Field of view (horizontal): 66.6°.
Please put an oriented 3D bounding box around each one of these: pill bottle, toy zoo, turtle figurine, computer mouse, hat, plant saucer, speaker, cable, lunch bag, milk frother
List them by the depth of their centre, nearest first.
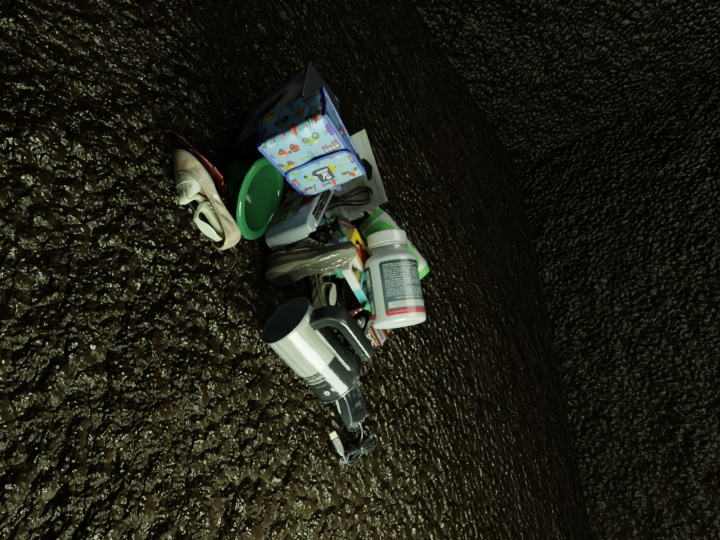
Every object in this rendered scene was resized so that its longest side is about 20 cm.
[{"bbox_3d":[-0.090,-0.233,1.094,0.200,0.149,0.095,52,23,-46],"label":"lunch bag"},{"bbox_3d":[-0.074,0.123,1.120,0.189,0.179,0.201,53,11,-27],"label":"milk frother"},{"bbox_3d":[-0.271,-0.184,1.121,0.166,0.174,0.203,-47,152,-54],"label":"hat"},{"bbox_3d":[-0.037,0.310,1.170,0.140,0.045,0.203,-20,94,-57],"label":"computer mouse"},{"bbox_3d":[0.072,0.019,1.206,0.119,0.118,0.204,10,69,-56],"label":"pill bottle"},{"bbox_3d":[0.000,0.000,1.227,0.132,0.020,0.201,-81,152,-45],"label":"toy zoo"},{"bbox_3d":[-0.062,-0.081,1.279,0.150,0.100,0.201,42,20,-31],"label":"turtle figurine"},{"bbox_3d":[-0.067,-0.172,1.321,0.050,0.196,0.099,86,7,-69],"label":"cable"},{"bbox_3d":[0.085,-0.056,1.386,0.201,0.088,0.088,51,30,1],"label":"speaker"},{"bbox_3d":[0.006,0.096,1.389,0.200,0.032,0.203,37,42,-43],"label":"plant saucer"}]

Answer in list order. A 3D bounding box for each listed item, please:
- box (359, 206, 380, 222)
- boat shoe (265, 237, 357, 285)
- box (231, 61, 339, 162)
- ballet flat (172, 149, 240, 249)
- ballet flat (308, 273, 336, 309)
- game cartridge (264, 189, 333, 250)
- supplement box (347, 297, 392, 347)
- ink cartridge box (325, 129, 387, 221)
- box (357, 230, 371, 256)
[{"bbox_3d":[0.007,-0.177,1.496,0.200,0.035,0.110,47,24,-4],"label":"box"},{"bbox_3d":[-0.106,-0.032,1.127,0.075,0.197,0.074,71,4,-67],"label":"boat shoe"},{"bbox_3d":[-0.156,-0.321,1.193,0.123,0.197,0.202,48,24,-31],"label":"box"},{"bbox_3d":[-0.291,-0.125,1.005,0.201,0.067,0.067,57,38,-16],"label":"ballet flat"},{"bbox_3d":[-0.083,0.026,1.255,0.067,0.062,0.203,25,51,-50],"label":"ballet flat"},{"bbox_3d":[-0.134,-0.126,1.196,0.041,0.132,0.201,51,32,-25],"label":"game cartridge"},{"bbox_3d":[0.042,0.099,1.357,0.110,0.060,0.200,62,31,-11],"label":"supplement box"},{"bbox_3d":[-0.029,-0.231,1.398,0.043,0.171,0.203,6,65,-69],"label":"ink cartridge box"},{"bbox_3d":[0.030,-0.041,1.451,0.117,0.060,0.199,56,24,15],"label":"box"}]
